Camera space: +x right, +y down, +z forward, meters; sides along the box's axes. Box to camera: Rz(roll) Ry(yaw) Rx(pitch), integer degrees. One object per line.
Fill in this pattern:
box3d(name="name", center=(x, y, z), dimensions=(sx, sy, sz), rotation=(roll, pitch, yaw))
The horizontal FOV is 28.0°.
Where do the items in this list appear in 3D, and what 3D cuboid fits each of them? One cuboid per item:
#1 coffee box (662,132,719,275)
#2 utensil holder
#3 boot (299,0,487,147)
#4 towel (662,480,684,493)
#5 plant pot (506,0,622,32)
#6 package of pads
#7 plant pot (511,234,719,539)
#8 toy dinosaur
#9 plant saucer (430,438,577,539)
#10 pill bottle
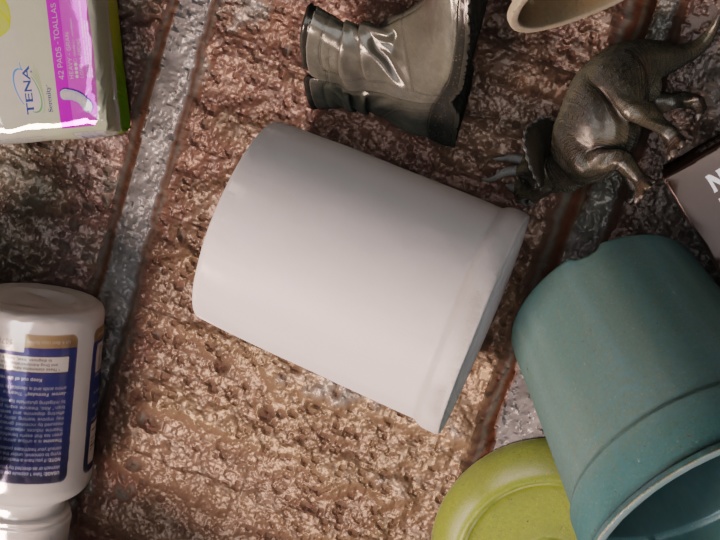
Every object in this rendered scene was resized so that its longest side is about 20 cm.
box3d(name="coffee box", center=(0.312, -0.014, 1.027), dimensions=(0.113, 0.080, 0.201), rotation=(-31, 93, 16))
box3d(name="utensil holder", center=(0.000, 0.000, 1.047), dimensions=(0.199, 0.170, 0.171), rotation=(24, 104, 7))
box3d(name="boot", center=(0.017, -0.163, 1.015), dimensions=(0.130, 0.201, 0.068), rotation=(15, 58, 5))
box3d(name="towel", center=(0.257, 0.258, 1.085), dimensions=(0.146, 0.050, 0.202), rotation=(14, 101, -10))
box3d(name="plant pot", center=(0.150, -0.290, 0.964), dimensions=(0.199, 0.200, 0.185), rotation=(-27, 84, 14))
box3d(name="package of pads", center=(-0.267, -0.199, 1.113), dimensions=(0.153, 0.068, 0.202), rotation=(-4, 99, 11))
box3d(name="plant pot", center=(0.205, 0.095, 0.987), dimensions=(0.200, 0.200, 0.197), rotation=(-37, 49, 15))
box3d(name="toy dinosaur", center=(0.183, -0.112, 1.035), dimensions=(0.102, 0.077, 0.201), rotation=(38, 105, 2))
box3d(name="plant saucer", center=(0.150, 0.232, 1.130), dimensions=(0.198, 0.031, 0.202), rotation=(2, 101, 11))
box3d(name="pill bottle", center=(-0.266, 0.119, 1.149), dimensions=(0.110, 0.111, 0.202), rotation=(9, 102, 9))
